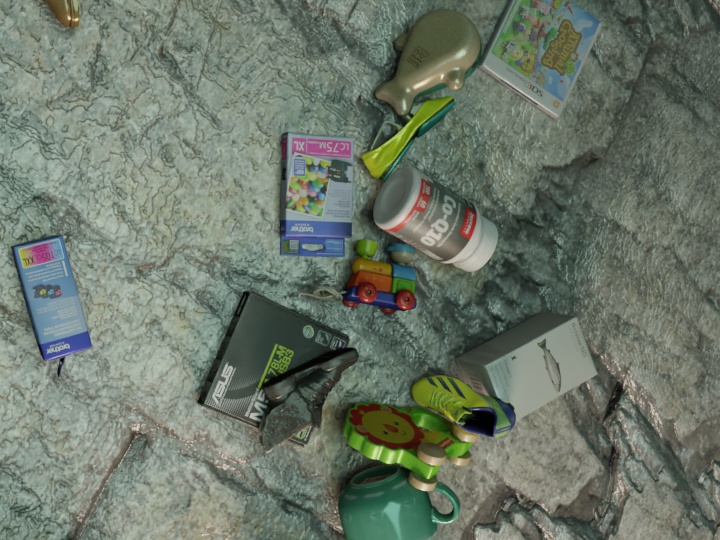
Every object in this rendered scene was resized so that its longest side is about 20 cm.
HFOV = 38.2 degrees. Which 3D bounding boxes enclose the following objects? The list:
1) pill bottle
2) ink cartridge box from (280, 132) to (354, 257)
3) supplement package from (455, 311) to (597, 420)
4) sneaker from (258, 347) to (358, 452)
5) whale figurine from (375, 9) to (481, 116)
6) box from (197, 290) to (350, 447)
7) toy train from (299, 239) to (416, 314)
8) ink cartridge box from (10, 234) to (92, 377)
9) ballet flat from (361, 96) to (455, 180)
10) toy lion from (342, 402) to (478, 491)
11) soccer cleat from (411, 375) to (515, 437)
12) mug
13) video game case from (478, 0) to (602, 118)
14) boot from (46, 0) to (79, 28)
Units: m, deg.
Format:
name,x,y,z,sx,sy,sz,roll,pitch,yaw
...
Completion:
name,x,y,z,sx,sy,sz,roll,pitch,yaw
pill bottle,0.130,-0.082,1.750,0.199,0.114,0.115,28,82,-29
ink cartridge box,-0.072,-0.123,1.720,0.118,0.042,0.202,1,92,-21
supplement package,0.290,0.168,1.825,0.199,0.117,0.118,-26,100,-19
sneaker,-0.081,0.205,1.668,0.199,0.060,0.105,-23,98,-16
whale figurine,0.118,-0.341,1.755,0.159,0.104,0.200,40,87,28
box,-0.139,0.161,1.696,0.192,0.047,0.201,27,81,-23
toy train,0.000,0.000,1.732,0.198,0.085,0.117,11,77,-21
ink cartridge box,-0.449,0.052,1.525,0.076,0.136,0.202,-17,97,-18
ballet flat,0.077,-0.240,1.764,0.067,0.067,0.200,42,78,3
toy lion,0.074,0.274,1.730,0.199,0.191,0.069,-16,129,-56
soccer cleat,0.163,0.227,1.741,0.083,0.199,0.065,-21,121,-51
mug,0.053,0.385,1.721,0.184,0.152,0.115,-19,96,-22
video game case,0.326,-0.407,1.874,0.181,0.022,0.201,29,81,-20
boot,-0.528,-0.422,1.524,0.199,0.066,0.177,-17,85,-21
